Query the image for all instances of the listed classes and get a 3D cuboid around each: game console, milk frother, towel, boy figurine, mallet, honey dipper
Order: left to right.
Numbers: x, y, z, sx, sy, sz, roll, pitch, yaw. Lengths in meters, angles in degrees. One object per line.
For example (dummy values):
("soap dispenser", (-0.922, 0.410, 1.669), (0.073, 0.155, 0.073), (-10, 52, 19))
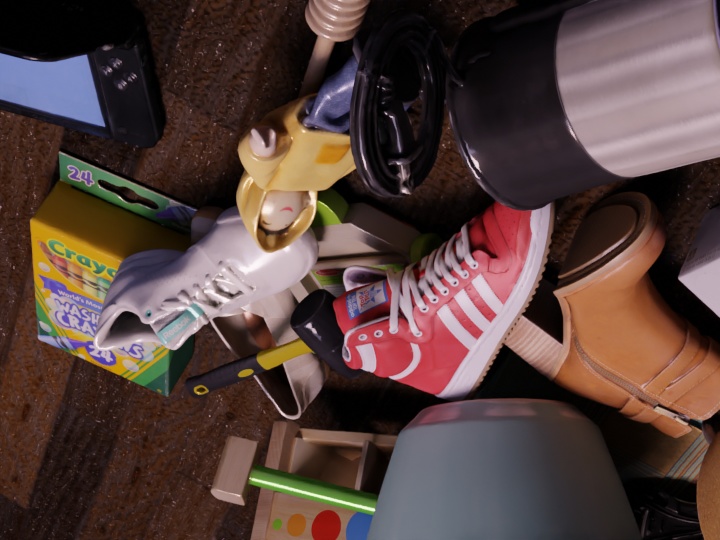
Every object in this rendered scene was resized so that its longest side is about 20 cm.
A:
("game console", (-0.258, -0.139, 1.243), (0.199, 0.117, 0.176), (16, 142, 19))
("mallet", (-0.061, 0.073, 1.352), (0.066, 0.041, 0.200), (38, 142, -16))
("honey dipper", (-0.030, -0.132, 1.164), (0.038, 0.038, 0.200), (29, 147, 1))
("boy figurine", (-0.028, -0.081, 1.154), (0.200, 0.124, 0.065), (-42, 66, 41))
("milk frother", (0.118, -0.102, 0.956), (0.187, 0.200, 0.181), (-14, 122, 43))
("towel", (0.186, 0.120, 1.329), (0.199, 0.022, 0.147), (28, 145, 0))

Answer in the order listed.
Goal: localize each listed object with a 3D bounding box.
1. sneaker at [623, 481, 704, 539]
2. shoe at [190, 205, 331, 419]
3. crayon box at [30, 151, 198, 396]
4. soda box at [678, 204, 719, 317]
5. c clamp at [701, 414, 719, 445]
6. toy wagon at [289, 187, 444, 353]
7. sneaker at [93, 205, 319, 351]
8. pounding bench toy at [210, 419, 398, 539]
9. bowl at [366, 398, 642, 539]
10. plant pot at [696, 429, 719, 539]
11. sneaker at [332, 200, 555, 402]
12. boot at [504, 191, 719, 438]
("sneaker", (0.246, 0.204, 1.316), (0.199, 0.074, 0.079), (-6, 139, 38))
("shoe", (-0.079, 0.035, 1.380), (0.070, 0.054, 0.201), (0, 135, 34))
("crayon box", (-0.198, 0.007, 1.433), (0.125, 0.052, 0.201), (23, 143, 10))
("soda box", (0.282, -0.029, 1.044), (0.068, 0.064, 0.200), (40, 142, -14))
("c clamp", (0.316, 0.153, 1.181), (0.199, 0.171, 0.027), (27, 108, 7))
("toy wagon", (0.000, 0.000, 1.297), (0.154, 0.040, 0.200), (-5, 131, 38))
("sneaker", (-0.114, 0.017, 1.284), (0.199, 0.089, 0.075), (-21, 118, 39))
("pounding bench toy", (-0.003, 0.186, 1.388), (0.155, 0.125, 0.200), (1, 161, 33))
("bowl", (0.099, 0.150, 1.263), (0.199, 0.106, 0.201), (-2, 167, 0))
("plant pot", (0.312, 0.098, 1.049), (0.185, 0.187, 0.201), (22, 145, 10))
("sneaker", (0.050, 0.004, 1.191), (0.112, 0.071, 0.201), (14, 129, -12))
("boot", (0.194, 0.034, 1.182), (0.154, 0.074, 0.200), (31, 151, -6))
